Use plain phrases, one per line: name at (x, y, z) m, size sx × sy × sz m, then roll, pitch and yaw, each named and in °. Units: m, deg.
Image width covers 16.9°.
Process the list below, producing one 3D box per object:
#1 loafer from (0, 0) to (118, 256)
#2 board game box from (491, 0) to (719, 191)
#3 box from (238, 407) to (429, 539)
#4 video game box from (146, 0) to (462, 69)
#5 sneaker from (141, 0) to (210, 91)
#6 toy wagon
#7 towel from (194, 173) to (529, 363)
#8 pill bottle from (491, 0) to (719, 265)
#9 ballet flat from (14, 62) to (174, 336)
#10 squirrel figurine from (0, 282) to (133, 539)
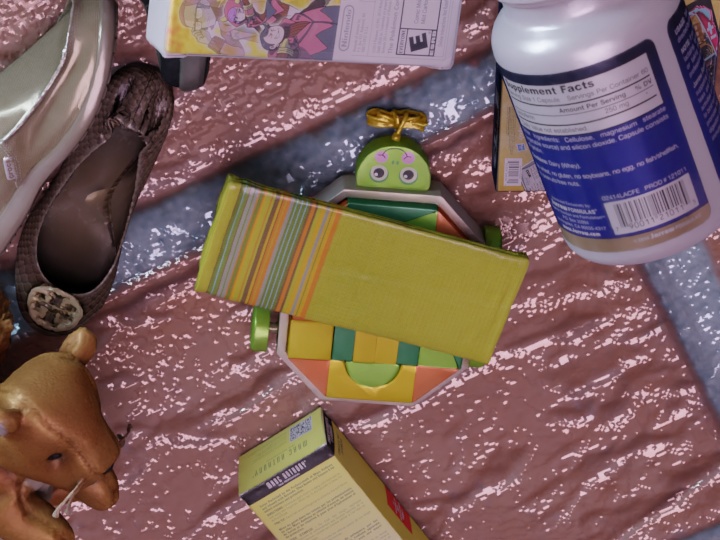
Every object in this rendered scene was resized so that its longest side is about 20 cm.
loafer at (-0.210, -0.091, 1.476) m, size 0.068 × 0.076 × 0.200 m, roll 23°, pitch 116°, yaw -21°
board game box at (0.152, -0.145, 1.486) m, size 0.135 × 0.035 × 0.201 m, roll 0°, pitch 118°, yaw -2°
box at (0.002, 0.191, 1.653) m, size 0.075 × 0.050 × 0.200 m, roll -33°, pitch 114°, yaw 14°
video game box at (-0.023, -0.219, 1.385) m, size 0.182 × 0.047 × 0.201 m, roll 1°, pitch 108°, yaw -25°
sneaker at (-0.139, -0.201, 1.422) m, size 0.114 × 0.076 × 0.200 m, roll -5°, pitch 116°, yaw 2°
toy wagon at (0.012, -0.007, 1.552) m, size 0.154 × 0.040 × 0.201 m, roll 4°, pitch 118°, yaw -5°
towel at (0.000, 0.000, 1.525) m, size 0.199 × 0.018 × 0.086 m, roll 14°, pitch 122°, yaw -11°
pill bottle at (0.144, -0.114, 1.417) m, size 0.115 × 0.116 × 0.200 m, roll -19°, pitch 117°, yaw 8°
ballet flat at (-0.168, -0.038, 1.523) m, size 0.067 × 0.046 × 0.200 m, roll 22°, pitch 115°, yaw -13°
squirrel figurine at (-0.235, 0.091, 1.515) m, size 0.200 × 0.141 × 0.187 m, roll 50°, pitch 147°, yaw 3°
